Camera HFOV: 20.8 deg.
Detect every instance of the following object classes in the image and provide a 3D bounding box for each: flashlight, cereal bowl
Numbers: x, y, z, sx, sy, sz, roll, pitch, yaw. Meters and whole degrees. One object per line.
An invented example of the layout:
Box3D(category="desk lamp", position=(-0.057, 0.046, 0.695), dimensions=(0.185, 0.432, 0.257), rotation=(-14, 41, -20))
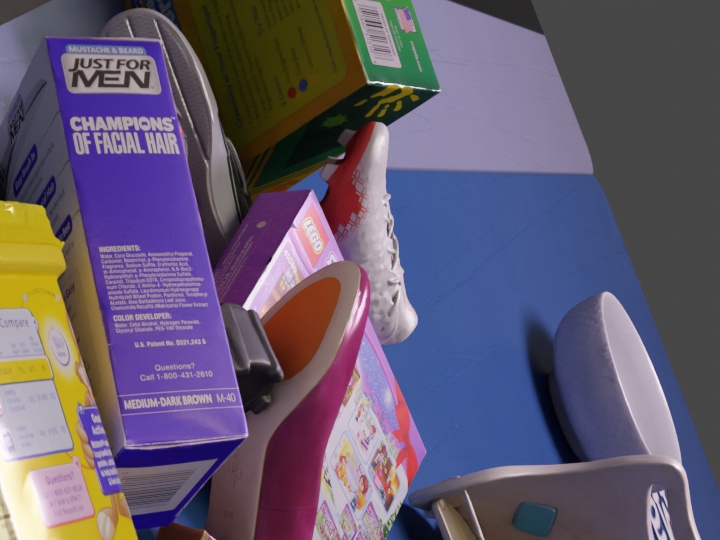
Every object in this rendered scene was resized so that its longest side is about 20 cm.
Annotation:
Box3D(category="flashlight", position=(-0.095, -0.013, 0.989), dimensions=(0.067, 0.068, 0.201), rotation=(1, 45, -36))
Box3D(category="cereal bowl", position=(0.238, 0.127, 1.908), dimensions=(0.201, 0.083, 0.201), rotation=(58, 19, -33))

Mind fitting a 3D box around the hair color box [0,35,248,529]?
Box3D(category="hair color box", position=(-0.115, 0.007, 0.893), dimensions=(0.064, 0.109, 0.202), rotation=(-3, 65, -28))

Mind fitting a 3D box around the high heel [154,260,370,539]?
Box3D(category="high heel", position=(-0.031, 0.098, 0.988), dimensions=(0.096, 0.067, 0.201), rotation=(42, 65, -43))

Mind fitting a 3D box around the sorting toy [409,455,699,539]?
Box3D(category="sorting toy", position=(0.158, 0.214, 1.354), dimensions=(0.202, 0.179, 0.107), rotation=(69, 17, 3))

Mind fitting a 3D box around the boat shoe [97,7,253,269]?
Box3D(category="boat shoe", position=(-0.103, -0.052, 1.112), dimensions=(0.071, 0.071, 0.202), rotation=(-81, 157, -73))

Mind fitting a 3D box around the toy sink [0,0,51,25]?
Box3D(category="toy sink", position=(-0.200, -0.220, 0.888), dimensions=(0.200, 0.129, 0.113), rotation=(53, 22, -37))

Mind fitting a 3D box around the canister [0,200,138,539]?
Box3D(category="canister", position=(-0.149, 0.082, 0.751), dimensions=(0.202, 0.086, 0.148), rotation=(72, 17, 6))

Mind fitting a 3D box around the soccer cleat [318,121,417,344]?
Box3D(category="soccer cleat", position=(0.000, 0.000, 1.158), dimensions=(0.069, 0.084, 0.201), rotation=(-64, 174, -53))

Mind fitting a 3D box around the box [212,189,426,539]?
Box3D(category="box", position=(-0.031, 0.076, 1.094), dimensions=(0.137, 0.039, 0.201), rotation=(-61, 137, -45))

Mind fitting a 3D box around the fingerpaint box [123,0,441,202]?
Box3D(category="fingerpaint box", position=(-0.058, -0.161, 1.177), dimensions=(0.073, 0.166, 0.202), rotation=(2, 65, -49))
